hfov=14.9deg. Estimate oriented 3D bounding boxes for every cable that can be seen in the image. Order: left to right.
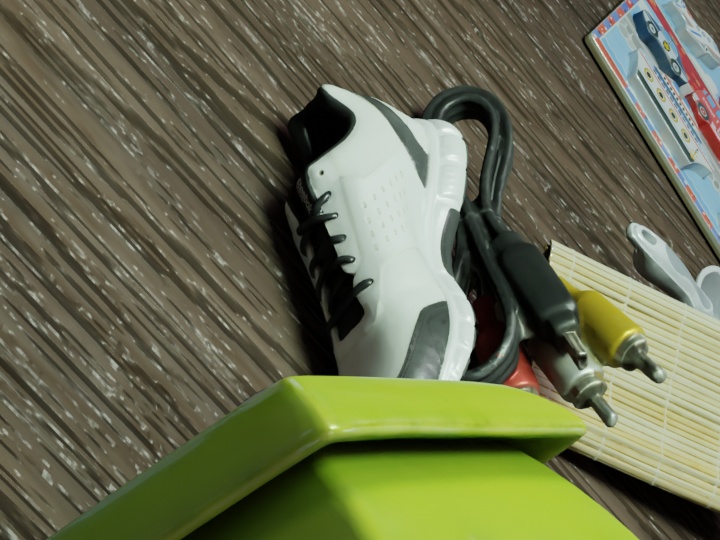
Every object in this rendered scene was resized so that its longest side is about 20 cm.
[{"bbox_3d":[0.062,-0.001,1.307,0.050,0.097,0.200,76,-11,-48],"label":"cable"}]

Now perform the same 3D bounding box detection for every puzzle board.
[{"bbox_3d":[0.212,-0.078,1.645,0.200,0.017,0.151,57,29,-6],"label":"puzzle board"}]

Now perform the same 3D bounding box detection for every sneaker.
[{"bbox_3d":[0.000,0.000,1.196,0.080,0.074,0.200,27,37,-25],"label":"sneaker"}]

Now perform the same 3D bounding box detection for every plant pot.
[{"bbox_3d":[0.000,0.145,0.928,0.200,0.199,0.182,6,54,-56],"label":"plant pot"}]

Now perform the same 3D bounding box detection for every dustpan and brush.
[{"bbox_3d":[0.182,0.038,1.447,0.200,0.057,0.140,37,37,-36],"label":"dustpan and brush"}]

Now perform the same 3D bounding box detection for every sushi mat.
[{"bbox_3d":[0.154,0.061,1.369,0.200,0.012,0.096,24,67,-36],"label":"sushi mat"}]
